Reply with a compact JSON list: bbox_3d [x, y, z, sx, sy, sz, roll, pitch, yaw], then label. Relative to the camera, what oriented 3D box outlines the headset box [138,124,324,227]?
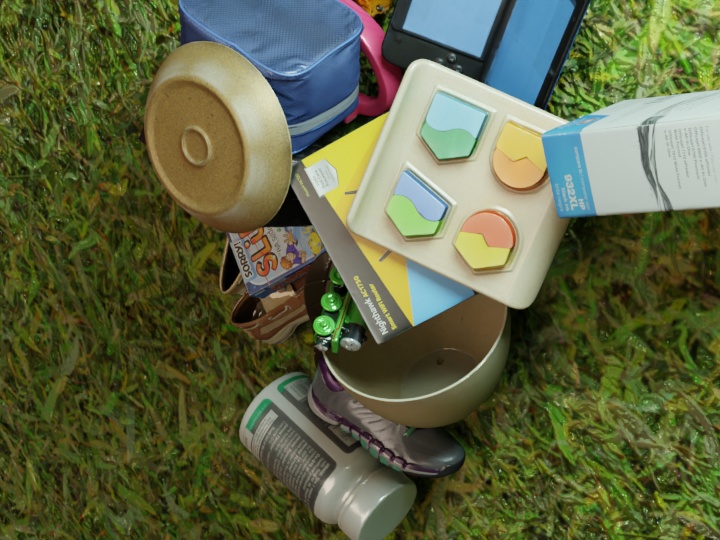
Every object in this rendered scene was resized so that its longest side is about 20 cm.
[{"bbox_3d":[-0.114,-0.119,1.689,0.200,0.149,0.077,36,110,25],"label":"headset box"}]

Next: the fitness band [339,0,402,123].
[{"bbox_3d":[-0.035,-0.242,1.696,0.200,0.037,0.144,38,147,23],"label":"fitness band"}]

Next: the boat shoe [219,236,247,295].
[{"bbox_3d":[-0.129,-0.059,1.856,0.072,0.076,0.201,28,120,37],"label":"boat shoe"}]

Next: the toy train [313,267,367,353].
[{"bbox_3d":[0.000,0.000,1.645,0.056,0.200,0.042,14,152,7],"label":"toy train"}]

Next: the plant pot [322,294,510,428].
[{"bbox_3d":[0.072,0.089,1.664,0.200,0.200,0.135,26,155,35],"label":"plant pot"}]

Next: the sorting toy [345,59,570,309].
[{"bbox_3d":[0.105,-0.081,1.501,0.200,0.036,0.186,24,104,7],"label":"sorting toy"}]

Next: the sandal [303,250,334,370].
[{"bbox_3d":[-0.015,0.047,1.771,0.082,0.055,0.200,12,131,20],"label":"sandal"}]

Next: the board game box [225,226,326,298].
[{"bbox_3d":[-0.099,-0.087,1.786,0.135,0.034,0.200,-29,72,21],"label":"board game box"}]

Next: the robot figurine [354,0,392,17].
[{"bbox_3d":[0.005,-0.375,1.623,0.145,0.058,0.200,34,127,29],"label":"robot figurine"}]

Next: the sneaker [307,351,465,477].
[{"bbox_3d":[0.028,0.155,1.737,0.200,0.074,0.088,25,133,20],"label":"sneaker"}]

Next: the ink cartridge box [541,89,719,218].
[{"bbox_3d":[0.286,-0.107,1.392,0.200,0.145,0.084,-2,105,44],"label":"ink cartridge box"}]

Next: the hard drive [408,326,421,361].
[{"bbox_3d":[0.028,0.120,1.811,0.132,0.027,0.201,4,109,43],"label":"hard drive"}]

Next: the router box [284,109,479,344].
[{"bbox_3d":[0.037,-0.049,1.568,0.149,0.051,0.200,-28,93,13],"label":"router box"}]

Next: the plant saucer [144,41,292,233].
[{"bbox_3d":[-0.155,-0.129,1.585,0.200,0.035,0.201,17,118,35],"label":"plant saucer"}]

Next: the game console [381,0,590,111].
[{"bbox_3d":[0.117,-0.241,1.516,0.170,0.118,0.200,20,124,-1],"label":"game console"}]

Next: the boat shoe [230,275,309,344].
[{"bbox_3d":[-0.088,0.024,1.838,0.200,0.072,0.076,-48,39,42],"label":"boat shoe"}]

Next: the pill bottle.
[{"bbox_3d":[-0.037,0.219,1.813,0.200,0.113,0.113,41,130,27],"label":"pill bottle"}]

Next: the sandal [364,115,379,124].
[{"bbox_3d":[0.019,-0.070,1.732,0.075,0.048,0.201,19,118,38],"label":"sandal"}]

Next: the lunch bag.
[{"bbox_3d":[-0.100,-0.222,1.635,0.200,0.136,0.133,38,146,26],"label":"lunch bag"}]
